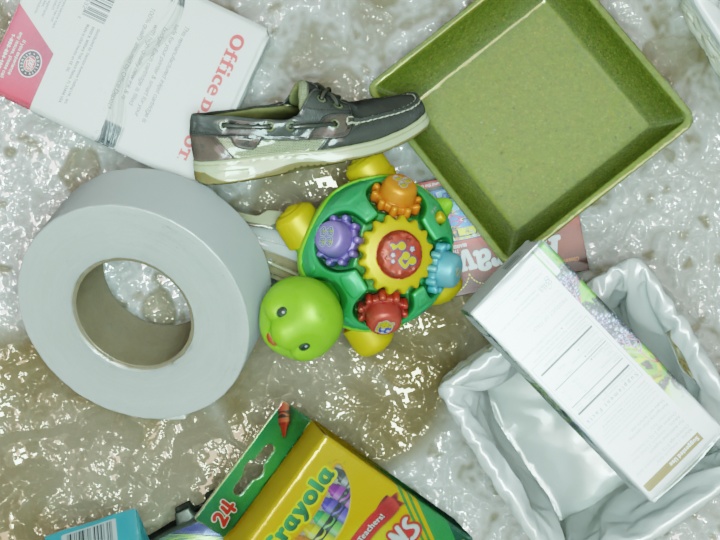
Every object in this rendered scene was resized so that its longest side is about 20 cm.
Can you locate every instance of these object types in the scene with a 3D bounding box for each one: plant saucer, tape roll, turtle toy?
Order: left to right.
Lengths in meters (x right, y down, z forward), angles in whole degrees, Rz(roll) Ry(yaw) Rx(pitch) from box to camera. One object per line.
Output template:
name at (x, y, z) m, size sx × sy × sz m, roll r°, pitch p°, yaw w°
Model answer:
tape roll at (-0.176, 0.021, 1.476) m, size 0.201 × 0.071 × 0.204 m, roll 6°, pitch 120°, yaw 11°
turtle toy at (0.000, 0.000, 1.465) m, size 0.200 × 0.101 × 0.146 m, roll -37°, pitch 102°, yaw -14°
plant saucer at (0.143, -0.135, 1.516) m, size 0.200 × 0.048 × 0.200 m, roll -38°, pitch 77°, yaw 1°

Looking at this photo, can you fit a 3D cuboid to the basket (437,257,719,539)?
basket at (0.191, 0.118, 1.480) m, size 0.199 × 0.161 × 0.199 m, roll -33°, pitch 91°, yaw 1°

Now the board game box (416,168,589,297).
board game box at (0.089, -0.031, 1.548) m, size 0.199 × 0.019 × 0.104 m, roll -12°, pitch 92°, yaw 0°

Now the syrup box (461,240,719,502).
syrup box at (0.173, 0.075, 1.361) m, size 0.081 × 0.079 × 0.200 m, roll -45°, pitch 92°, yaw -1°

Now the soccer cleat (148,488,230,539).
soccer cleat at (-0.177, 0.261, 1.529) m, size 0.199 × 0.065 × 0.084 m, roll -28°, pitch 93°, yaw 0°

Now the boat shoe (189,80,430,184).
boat shoe at (-0.042, -0.120, 1.456) m, size 0.200 × 0.072 × 0.066 m, roll -15°, pitch 110°, yaw -10°

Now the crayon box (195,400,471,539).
crayon box at (-0.022, 0.216, 1.497) m, size 0.200 × 0.051 × 0.127 m, roll 36°, pitch 90°, yaw -21°

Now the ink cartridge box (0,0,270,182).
ink cartridge box at (-0.192, -0.174, 1.511) m, size 0.199 × 0.084 × 0.145 m, roll 25°, pitch 91°, yaw 0°

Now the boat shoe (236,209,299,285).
boat shoe at (-0.122, -0.018, 1.519) m, size 0.199 × 0.075 × 0.069 m, roll 4°, pitch 85°, yaw -1°

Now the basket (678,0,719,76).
basket at (0.368, -0.184, 1.495) m, size 0.135 × 0.123 × 0.201 m, roll -34°, pitch 90°, yaw 1°

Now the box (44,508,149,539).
box at (-0.191, 0.297, 1.491) m, size 0.082 × 0.049 × 0.201 m, roll -17°, pitch 120°, yaw -1°
